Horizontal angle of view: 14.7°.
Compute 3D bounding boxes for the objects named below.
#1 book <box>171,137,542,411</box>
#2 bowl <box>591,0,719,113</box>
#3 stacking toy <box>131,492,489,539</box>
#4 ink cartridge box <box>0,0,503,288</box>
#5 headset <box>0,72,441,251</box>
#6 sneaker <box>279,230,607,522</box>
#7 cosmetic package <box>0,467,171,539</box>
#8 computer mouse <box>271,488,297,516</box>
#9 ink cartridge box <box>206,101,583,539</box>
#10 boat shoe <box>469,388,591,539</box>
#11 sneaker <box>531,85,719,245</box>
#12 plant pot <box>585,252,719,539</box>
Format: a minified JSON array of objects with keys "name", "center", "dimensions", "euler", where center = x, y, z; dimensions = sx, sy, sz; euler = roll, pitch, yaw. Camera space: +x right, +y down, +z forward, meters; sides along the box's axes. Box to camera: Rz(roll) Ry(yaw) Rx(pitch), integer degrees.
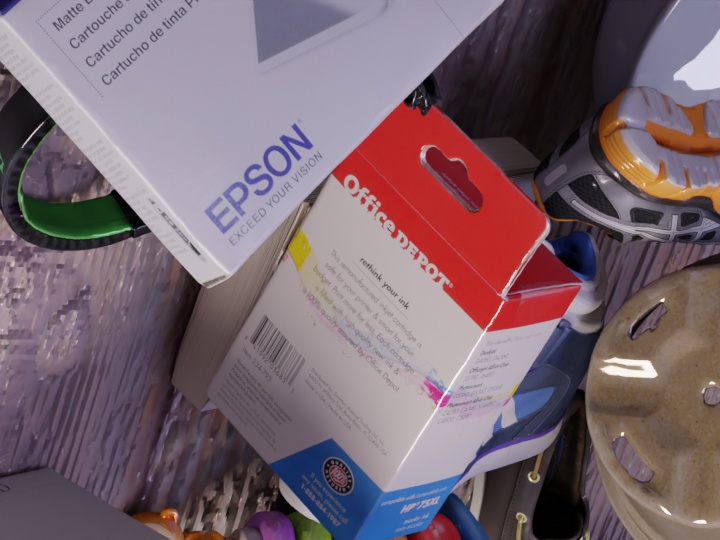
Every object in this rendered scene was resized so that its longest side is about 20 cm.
[{"name":"book","center":[0.000,0.000,1.443],"dimensions":[0.199,0.048,0.134],"euler":[-10,134,-49]},{"name":"bowl","center":[0.199,-0.133,1.569],"dimensions":[0.200,0.090,0.202],"euler":[-22,133,-26]},{"name":"stacking toy","center":[-0.034,0.161,1.440],"dimensions":[0.199,0.110,0.117],"euler":[18,107,-22]},{"name":"ink cartridge box","center":[-0.062,-0.132,1.185],"dimensions":[0.200,0.041,0.200],"euler":[48,66,-9]},{"name":"headset","center":[-0.068,-0.065,1.248],"dimensions":[0.199,0.094,0.124],"euler":[-27,150,-13]},{"name":"sneaker","center":[0.048,0.041,1.448],"dimensions":[0.199,0.080,0.147],"euler":[-17,134,-41]},{"name":"cosmetic package","center":[-0.120,0.171,1.269],"dimensions":[0.113,0.199,0.082],"euler":[-11,121,-51]},{"name":"computer mouse","center":[-0.011,0.170,1.543],"dimensions":[0.140,0.046,0.201],"euler":[30,87,-54]},{"name":"ink cartridge box","center":[0.023,0.018,1.318],"dimensions":[0.067,0.116,0.201],"euler":[-7,136,-51]},{"name":"boat shoe","center":[0.104,0.145,1.665],"dimensions":[0.072,0.060,0.202],"euler":[-34,135,-37]},{"name":"sneaker","center":[0.163,-0.047,1.495],"dimensions":[0.077,0.079,0.199],"euler":[-29,153,27]},{"name":"plant pot","center":[0.203,0.073,1.502],"dimensions":[0.201,0.200,0.183],"euler":[-64,161,0]}]
